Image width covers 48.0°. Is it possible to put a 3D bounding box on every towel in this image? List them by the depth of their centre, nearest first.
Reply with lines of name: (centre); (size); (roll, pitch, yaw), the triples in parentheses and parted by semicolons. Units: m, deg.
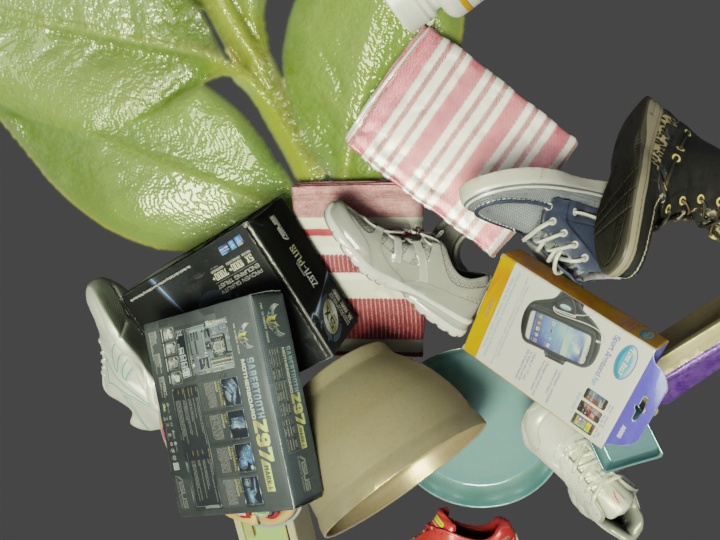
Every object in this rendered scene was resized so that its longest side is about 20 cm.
towel: (0.100, -0.130, 0.818); (0.199, 0.030, 0.147); (37, 100, 0)
towel: (0.000, 0.000, 0.894); (0.142, 0.023, 0.202); (1, 109, 8)

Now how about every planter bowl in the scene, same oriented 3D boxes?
planter bowl: (0.012, 0.161, 0.841); (0.200, 0.200, 0.135); (-42, 69, 19)

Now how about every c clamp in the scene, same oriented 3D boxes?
c clamp: (0.164, -0.014, 0.856); (0.170, 0.027, 0.201); (-28, 100, 17)

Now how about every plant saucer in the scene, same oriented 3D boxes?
plant saucer: (0.232, 0.099, 0.815); (0.070, 0.019, 0.202); (-32, 77, 41)
plant saucer: (0.132, 0.176, 0.923); (0.198, 0.027, 0.202); (3, 107, 10)

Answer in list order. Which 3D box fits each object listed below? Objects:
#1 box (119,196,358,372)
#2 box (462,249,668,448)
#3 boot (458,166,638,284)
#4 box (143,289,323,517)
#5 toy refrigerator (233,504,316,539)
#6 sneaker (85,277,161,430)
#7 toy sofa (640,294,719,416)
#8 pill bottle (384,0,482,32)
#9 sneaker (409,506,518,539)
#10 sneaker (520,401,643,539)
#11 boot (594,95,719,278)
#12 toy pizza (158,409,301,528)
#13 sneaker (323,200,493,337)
box: (-0.133, 0.043, 0.881); (0.199, 0.086, 0.165); (-26, 102, 27)
box: (0.205, 0.080, 0.799); (0.199, 0.041, 0.120); (35, 120, 28)
boot: (0.185, -0.038, 0.762); (0.198, 0.073, 0.091); (2, 71, -27)
box: (-0.127, 0.133, 0.790); (0.157, 0.051, 0.202); (-16, 85, 35)
toy refrigerator: (-0.108, 0.300, 0.984); (0.075, 0.070, 0.202); (-8, 107, 12)
sneaker: (-0.278, 0.106, 0.953); (0.080, 0.070, 0.202); (-20, 103, 19)
toy sofa: (0.362, 0.068, 0.817); (0.199, 0.083, 0.098); (-37, 97, 19)
pill bottle: (0.104, -0.308, 0.729); (0.199, 0.109, 0.110); (-34, 99, 18)
sneaker: (0.089, 0.325, 0.964); (0.198, 0.077, 0.086); (-6, 95, 5)
sneaker: (0.246, 0.209, 0.854); (0.078, 0.099, 0.200); (-42, 114, -1)
boot: (0.302, -0.057, 0.746); (0.149, 0.201, 0.073); (25, 145, -4)
toy pizza: (-0.149, 0.208, 0.887); (0.198, 0.032, 0.202); (17, 126, 25)
sneaker: (0.050, -0.019, 0.840); (0.199, 0.075, 0.082); (35, 101, -17)
